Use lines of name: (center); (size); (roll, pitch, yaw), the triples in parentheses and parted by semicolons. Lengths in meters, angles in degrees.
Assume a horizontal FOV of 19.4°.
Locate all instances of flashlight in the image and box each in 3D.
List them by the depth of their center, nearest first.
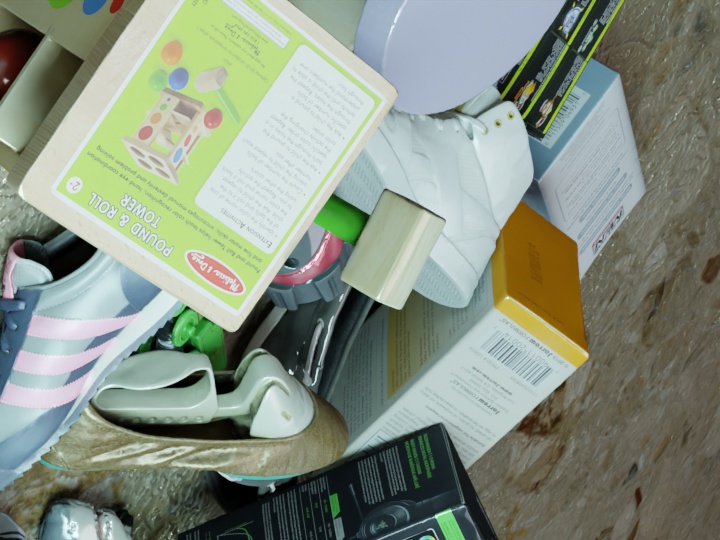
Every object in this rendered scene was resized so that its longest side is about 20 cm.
flashlight: (-0.052, -0.052, 1.172); (0.067, 0.068, 0.200); (-11, 150, 7)

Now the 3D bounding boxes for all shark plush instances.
shark plush: (-0.192, 0.218, 1.280); (0.083, 0.091, 0.200); (11, 128, -39)

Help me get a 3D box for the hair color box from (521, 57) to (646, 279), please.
hair color box: (0.150, -0.076, 1.545); (0.099, 0.060, 0.200); (-52, 156, -10)

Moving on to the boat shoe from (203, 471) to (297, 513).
boat shoe: (-0.074, 0.120, 1.321); (0.057, 0.067, 0.200); (-50, 168, -9)

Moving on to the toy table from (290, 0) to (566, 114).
toy table: (0.025, -0.169, 1.101); (0.200, 0.117, 0.185); (-11, 129, -61)

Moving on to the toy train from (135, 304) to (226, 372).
toy train: (-0.103, 0.009, 1.177); (0.057, 0.041, 0.201); (-55, 159, -31)

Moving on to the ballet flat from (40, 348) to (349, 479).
ballet flat: (-0.086, 0.074, 1.170); (0.198, 0.068, 0.073); (4, 134, -25)

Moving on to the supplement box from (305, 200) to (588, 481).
supplement box: (0.053, 0.062, 1.354); (0.200, 0.073, 0.126); (-45, -157, 27)

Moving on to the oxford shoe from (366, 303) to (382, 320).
oxford shoe: (0.059, 0.004, 1.436); (0.073, 0.084, 0.201); (-37, 149, -35)

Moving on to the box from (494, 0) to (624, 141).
box: (0.124, -0.195, 1.358); (0.201, 0.047, 0.193); (-60, 159, 5)

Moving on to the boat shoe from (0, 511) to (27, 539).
boat shoe: (-0.193, 0.180, 1.102); (0.071, 0.091, 0.200); (-43, 171, -5)

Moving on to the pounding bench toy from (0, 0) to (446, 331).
pounding bench toy: (-0.072, -0.062, 0.930); (0.200, 0.156, 0.125); (35, 90, -37)

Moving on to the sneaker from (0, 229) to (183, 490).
sneaker: (-0.163, 0.028, 1.069); (0.082, 0.070, 0.200); (38, 98, -28)

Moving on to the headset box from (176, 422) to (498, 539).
headset box: (0.011, 0.214, 1.309); (0.199, 0.093, 0.175); (-22, 118, 4)

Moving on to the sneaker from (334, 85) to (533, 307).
sneaker: (0.031, -0.082, 1.248); (0.116, 0.073, 0.200); (-58, 134, -20)

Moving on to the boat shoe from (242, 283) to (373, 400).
boat shoe: (0.000, 0.000, 1.325); (0.201, 0.057, 0.067); (-58, 157, 4)
